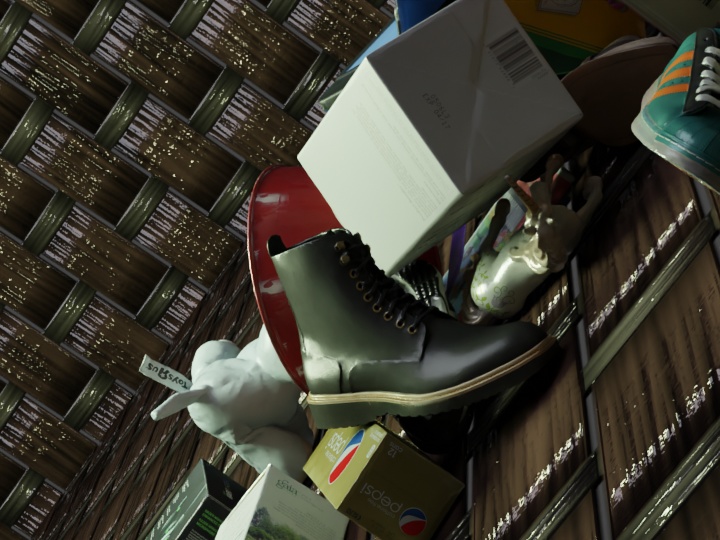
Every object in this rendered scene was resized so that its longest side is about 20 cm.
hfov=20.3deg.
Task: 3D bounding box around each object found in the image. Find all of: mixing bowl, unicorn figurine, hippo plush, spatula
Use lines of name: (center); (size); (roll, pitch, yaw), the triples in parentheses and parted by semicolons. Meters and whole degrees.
mixing bowl: (0.000, 0.000, 1.641); (0.107, 0.201, 0.201); (-14, 28, 23)
unicorn figurine: (0.126, -0.024, 1.476); (0.138, 0.073, 0.201); (-66, -3, -47)
hippo plush: (-0.078, 0.081, 1.843); (0.161, 0.199, 0.160); (-45, 33, 15)
spatula: (0.070, -0.077, 1.692); (0.057, 0.020, 0.202); (112, 152, -60)

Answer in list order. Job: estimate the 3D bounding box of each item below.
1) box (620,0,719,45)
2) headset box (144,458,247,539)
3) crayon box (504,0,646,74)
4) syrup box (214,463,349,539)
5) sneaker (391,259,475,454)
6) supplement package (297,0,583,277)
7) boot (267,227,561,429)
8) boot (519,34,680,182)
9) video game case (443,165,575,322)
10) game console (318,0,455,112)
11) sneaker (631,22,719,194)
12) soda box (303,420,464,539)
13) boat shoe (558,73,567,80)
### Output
box: (0.217, -0.257, 1.461); (0.109, 0.127, 0.200); (-52, 22, 17)
headset box: (-0.150, 0.274, 1.776); (0.201, 0.092, 0.174); (-56, 8, 0)
crayon box: (0.160, -0.260, 1.603); (0.058, 0.117, 0.202); (-103, 3, -60)
syrup box: (-0.075, 0.243, 1.521); (0.082, 0.078, 0.200); (-52, 10, 27)
sneaker: (0.058, 0.074, 1.499); (0.073, 0.080, 0.201); (-22, 32, 10)
supplement package: (0.053, -0.098, 1.481); (0.119, 0.122, 0.200); (-33, -5, -23)
boot: (0.027, 0.025, 1.368); (0.198, 0.140, 0.077); (-15, 8, 32)
boot: (0.193, -0.143, 1.546); (0.199, 0.070, 0.146); (-33, 10, 39)
video game case: (0.105, -0.010, 1.676); (0.201, 0.017, 0.143); (-55, 9, 7)
game console: (0.037, -0.245, 1.628); (0.170, 0.119, 0.200); (-24, 18, 42)
sneaker: (0.216, -0.109, 1.241); (0.080, 0.071, 0.200); (-57, 6, 20)
soda box: (0.013, 0.146, 1.432); (0.064, 0.067, 0.200); (-57, 8, -3)
boat shoe: (0.164, -0.153, 1.692); (0.201, 0.072, 0.060); (-48, 23, -15)
